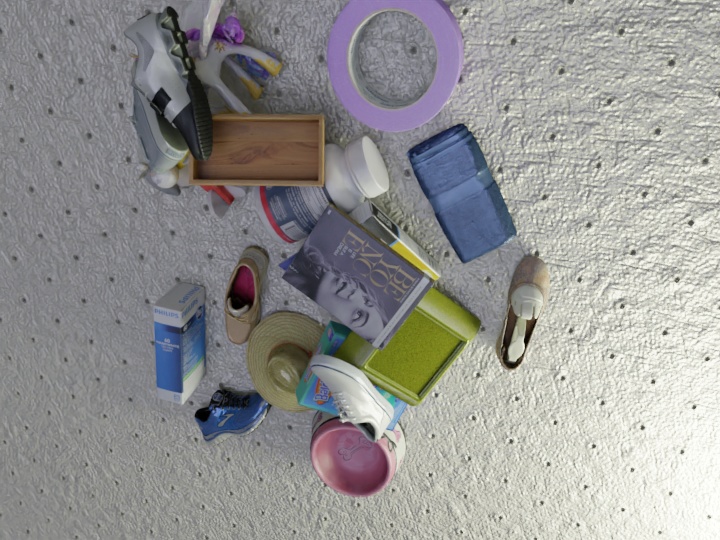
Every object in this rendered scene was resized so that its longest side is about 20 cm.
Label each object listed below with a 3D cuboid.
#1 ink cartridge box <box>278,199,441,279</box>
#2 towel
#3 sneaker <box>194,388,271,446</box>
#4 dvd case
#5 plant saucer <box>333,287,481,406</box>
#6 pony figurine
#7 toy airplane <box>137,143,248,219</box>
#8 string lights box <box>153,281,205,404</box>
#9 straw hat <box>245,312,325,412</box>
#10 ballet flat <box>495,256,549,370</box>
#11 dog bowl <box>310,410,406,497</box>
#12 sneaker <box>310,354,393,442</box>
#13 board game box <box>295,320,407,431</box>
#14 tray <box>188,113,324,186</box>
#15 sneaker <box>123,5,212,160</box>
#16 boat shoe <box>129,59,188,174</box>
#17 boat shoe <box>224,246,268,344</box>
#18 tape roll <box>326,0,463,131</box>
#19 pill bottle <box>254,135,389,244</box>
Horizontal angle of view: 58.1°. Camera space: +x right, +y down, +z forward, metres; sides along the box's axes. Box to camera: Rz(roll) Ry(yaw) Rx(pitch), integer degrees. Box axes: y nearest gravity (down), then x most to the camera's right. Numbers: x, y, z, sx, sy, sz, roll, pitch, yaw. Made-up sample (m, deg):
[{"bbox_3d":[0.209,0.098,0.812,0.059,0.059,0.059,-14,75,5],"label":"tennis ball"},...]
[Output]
[{"bbox_3d":[0.000,0.000,1.071,0.198,0.048,0.197,-35,133,22],"label":"ink cartridge box"},{"bbox_3d":[0.162,-0.121,1.022,0.110,0.049,0.203,-23,105,23],"label":"towel"},{"bbox_3d":[-0.257,0.281,1.293,0.197,0.079,0.090,-27,107,24],"label":"sneaker"},{"bbox_3d":[-0.006,0.014,0.998,0.198,0.016,0.150,35,115,-4],"label":"dvd case"},{"bbox_3d":[0.087,0.129,1.089,0.198,0.048,0.201,32,102,-25],"label":"plant saucer"},{"bbox_3d":[-0.221,-0.330,0.968,0.198,0.165,0.197,29,81,-29],"label":"pony figurine"},{"bbox_3d":[-0.280,-0.169,1.062,0.197,0.141,0.202,33,138,13],"label":"toy airplane"},{"bbox_3d":[-0.342,0.138,1.238,0.058,0.103,0.204,11,115,10],"label":"string lights box"},{"bbox_3d":[-0.129,0.185,1.187,0.196,0.085,0.206,1,102,2],"label":"straw hat"},{"bbox_3d":[0.270,0.079,1.071,0.066,0.067,0.204,10,115,9],"label":"ballet flat"},{"bbox_3d":[-0.012,0.351,1.262,0.195,0.074,0.205,6,115,12],"label":"dog bowl"},{"bbox_3d":[-0.015,0.215,1.076,0.072,0.072,0.200,-14,131,44],"label":"sneaker"},{"bbox_3d":[0.003,0.190,1.148,0.197,0.045,0.154,21,108,-23],"label":"board game box"},{"bbox_3d":[-0.151,-0.176,0.951,0.195,0.037,0.101,1,94,1],"label":"tray"},{"bbox_3d":[-0.264,-0.245,0.891,0.086,0.074,0.204,-15,100,7],"label":"sneaker"},{"bbox_3d":[-0.310,-0.229,0.956,0.071,0.069,0.204,-38,58,26],"label":"boat shoe"},{"bbox_3d":[-0.221,0.057,1.188,0.072,0.069,0.204,17,116,6],"label":"boat shoe"},{"bbox_3d":[0.052,-0.314,0.956,0.195,0.066,0.205,5,114,12],"label":"tape roll"},{"bbox_3d":[-0.059,-0.131,1.035,0.197,0.120,0.121,-22,107,22],"label":"pill bottle"}]
